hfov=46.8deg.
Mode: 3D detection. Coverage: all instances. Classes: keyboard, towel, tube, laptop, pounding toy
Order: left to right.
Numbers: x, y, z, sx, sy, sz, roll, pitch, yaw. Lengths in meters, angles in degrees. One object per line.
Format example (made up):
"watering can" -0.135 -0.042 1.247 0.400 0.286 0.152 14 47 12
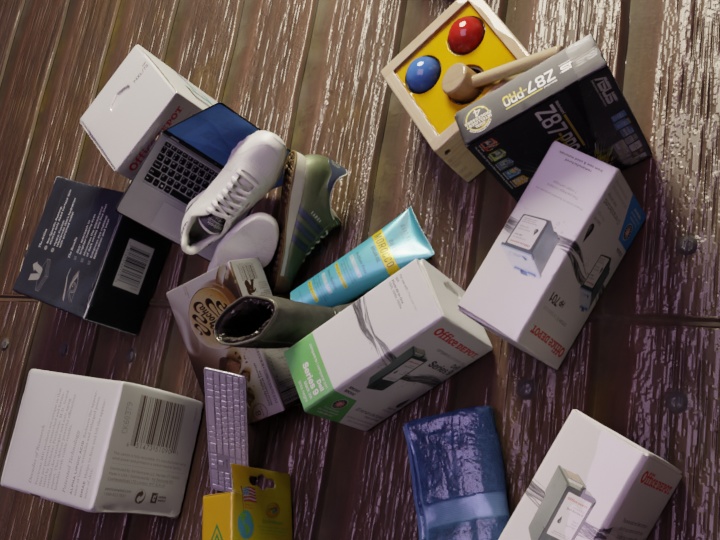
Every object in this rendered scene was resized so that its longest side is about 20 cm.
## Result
"laptop" -0.200 -0.112 1.160 0.116 0.186 0.202 33 92 50
"keyboard" -0.169 0.209 1.058 0.055 0.203 0.011 8 31 7
"tube" 0.000 0.000 1.094 0.198 0.050 0.078 -32 66 13
"towel" 0.111 0.255 0.923 0.110 0.048 0.204 -17 64 26
"pounding toy" 0.146 -0.231 1.017 0.183 0.142 0.202 -40 56 15

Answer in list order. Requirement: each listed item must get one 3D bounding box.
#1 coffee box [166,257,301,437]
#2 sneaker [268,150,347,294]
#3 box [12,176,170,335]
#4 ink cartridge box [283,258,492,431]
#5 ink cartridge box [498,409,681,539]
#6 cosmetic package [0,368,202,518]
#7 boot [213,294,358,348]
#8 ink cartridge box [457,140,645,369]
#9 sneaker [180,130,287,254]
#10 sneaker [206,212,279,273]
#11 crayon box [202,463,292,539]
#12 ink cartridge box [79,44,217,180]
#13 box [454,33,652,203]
"coffee box" -0.160 0.099 1.093 0.112 0.080 0.203 -22 85 23
"sneaker" -0.068 -0.059 1.139 0.067 0.088 0.204 -128 46 -61
"box" -0.423 -0.025 1.330 0.197 0.117 0.200 14 81 35
"ink cartridge box" 0.034 0.092 0.970 0.199 0.145 0.085 -36 57 17
"ink cartridge box" 0.210 0.250 0.799 0.083 0.145 0.202 30 90 38
"cosmetic package" -0.358 0.240 1.162 0.197 0.164 0.168 1 74 34
"boot" -0.052 0.056 1.007 0.180 0.199 0.074 -30 59 20
"ink cartridge box" 0.209 -0.011 0.894 0.085 0.146 0.202 29 90 34
"sneaker" -0.168 -0.099 1.105 0.200 0.076 0.081 -46 16 25
"sneaker" -0.176 -0.027 1.171 0.200 0.074 0.090 -50 30 38
"crayon box" -0.133 0.344 1.002 0.050 0.127 0.204 -15 64 27
"ink cartridge box" -0.282 -0.202 1.251 0.147 0.199 0.146 -48 54 9
"box" 0.214 -0.148 0.908 0.159 0.199 0.050 -28 58 20
